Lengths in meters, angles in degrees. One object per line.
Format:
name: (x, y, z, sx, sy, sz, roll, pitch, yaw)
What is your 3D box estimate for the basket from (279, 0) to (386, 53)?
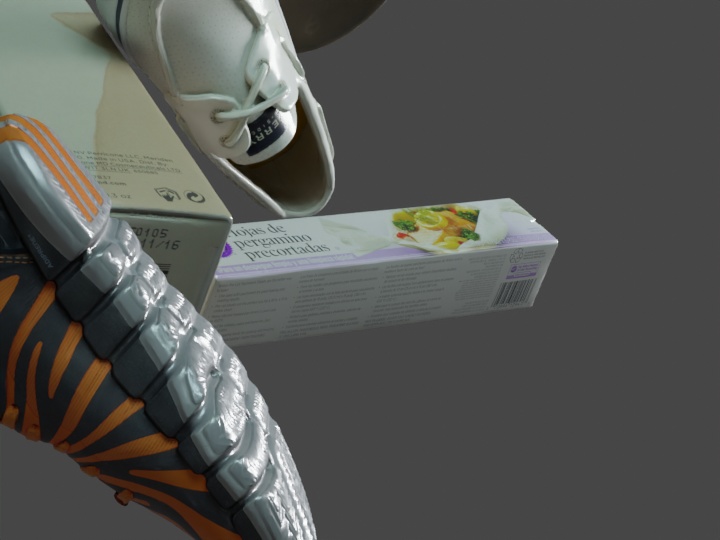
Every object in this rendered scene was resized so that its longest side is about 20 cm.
basket: (-0.069, -0.220, 1.296, 0.180, 0.136, 0.200, -39, 62, -9)

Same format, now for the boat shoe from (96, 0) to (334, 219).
boat shoe: (-0.054, -0.081, 1.054, 0.071, 0.200, 0.070, -33, 62, -5)

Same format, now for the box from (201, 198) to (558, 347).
box: (0.000, 0.000, 1.061, 0.200, 0.041, 0.039, -7, 38, -40)

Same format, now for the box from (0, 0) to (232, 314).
box: (-0.134, -0.041, 0.991, 0.078, 0.095, 0.200, 3, 34, -31)

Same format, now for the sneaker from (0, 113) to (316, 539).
sneaker: (-0.107, 0.051, 0.873, 0.200, 0.112, 0.078, 54, 10, -6)
